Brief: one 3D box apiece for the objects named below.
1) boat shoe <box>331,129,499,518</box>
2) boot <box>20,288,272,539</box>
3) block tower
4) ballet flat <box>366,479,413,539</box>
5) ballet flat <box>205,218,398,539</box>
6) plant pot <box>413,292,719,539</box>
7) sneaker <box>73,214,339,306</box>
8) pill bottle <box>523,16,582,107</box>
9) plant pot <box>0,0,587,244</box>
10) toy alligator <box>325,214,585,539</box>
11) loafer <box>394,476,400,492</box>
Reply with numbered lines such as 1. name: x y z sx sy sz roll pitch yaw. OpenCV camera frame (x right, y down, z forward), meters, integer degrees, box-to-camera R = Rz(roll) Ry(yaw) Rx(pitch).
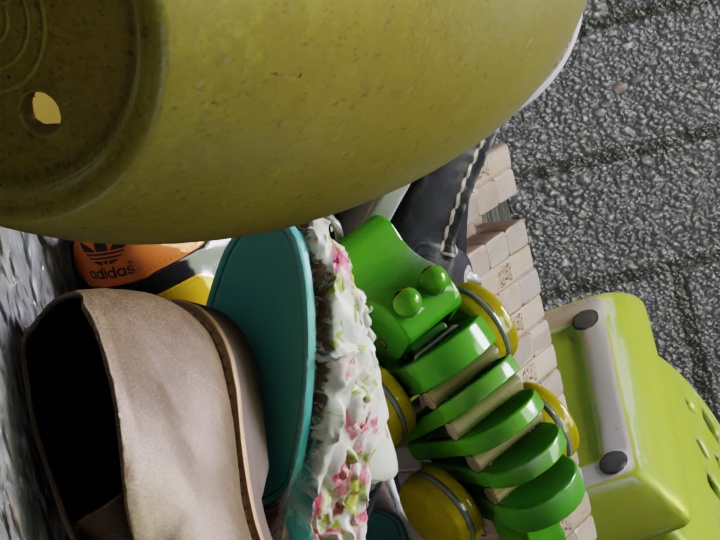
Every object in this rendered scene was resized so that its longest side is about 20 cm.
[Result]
1. boat shoe: 0.009 0.019 0.894 0.201 0.060 0.074 -63 -174 -6
2. boot: -0.055 0.099 0.726 0.075 0.073 0.201 23 47 -60
3. block tower: 0.042 0.047 0.975 0.054 0.058 0.201 -32 113 -57
4. ballet flat: -0.014 0.111 1.026 0.200 0.069 0.070 -95 169 -57
5. ballet flat: -0.021 0.080 0.801 0.064 0.075 0.201 5 92 -43
6. plant pot: 0.099 0.137 1.349 0.200 0.199 0.182 -95 161 -50
7. sneaker: -0.051 -0.046 0.878 0.201 0.070 0.090 -76 151 -47
8. pill bottle: 0.019 -0.135 0.947 0.200 0.110 0.112 57 21 -70
9. plant pot: -0.058 -0.085 0.612 0.142 0.199 0.201 -43 123 -53
10. toy alligator: 0.022 0.024 0.827 0.201 0.059 0.054 58 -26 -9
11. loafer: 0.018 0.170 1.135 0.070 0.068 0.202 81 4 -63
